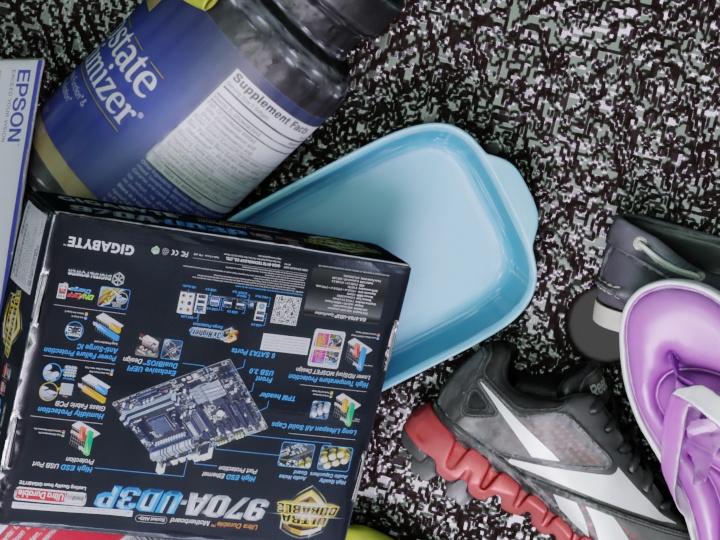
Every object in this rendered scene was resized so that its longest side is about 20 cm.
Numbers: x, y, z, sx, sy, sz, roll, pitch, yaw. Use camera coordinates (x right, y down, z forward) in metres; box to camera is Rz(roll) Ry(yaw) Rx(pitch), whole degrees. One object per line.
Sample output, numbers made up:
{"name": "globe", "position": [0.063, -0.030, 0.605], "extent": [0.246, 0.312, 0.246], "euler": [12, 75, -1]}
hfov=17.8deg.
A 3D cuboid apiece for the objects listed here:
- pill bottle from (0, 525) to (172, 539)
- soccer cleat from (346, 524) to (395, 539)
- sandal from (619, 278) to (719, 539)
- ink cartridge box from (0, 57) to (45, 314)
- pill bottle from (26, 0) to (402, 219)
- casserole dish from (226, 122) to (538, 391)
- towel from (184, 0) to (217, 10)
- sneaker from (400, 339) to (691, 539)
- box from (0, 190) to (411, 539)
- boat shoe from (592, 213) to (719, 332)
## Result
{"name": "pill bottle", "position": [-0.170, 0.138, 1.239], "extent": [0.200, 0.112, 0.112], "euler": [44, 103, 15]}
{"name": "soccer cleat", "position": [0.069, 0.198, 1.251], "extent": [0.200, 0.065, 0.084], "euler": [39, 73, 7]}
{"name": "sandal", "position": [0.186, 0.101, 1.153], "extent": [0.082, 0.050, 0.204], "euler": [-19, 94, 19]}
{"name": "ink cartridge box", "position": [-0.248, -0.014, 1.219], "extent": [0.199, 0.043, 0.198], "euler": [4, 82, 30]}
{"name": "pill bottle", "position": [-0.077, -0.099, 1.199], "extent": [0.200, 0.112, 0.112], "euler": [-43, 89, 12]}
{"name": "casserole dish", "position": [0.000, 0.000, 1.224], "extent": [0.199, 0.039, 0.122], "euler": [-27, 101, 5]}
{"name": "towel", "position": [-0.126, -0.206, 1.188], "extent": [0.199, 0.018, 0.086], "euler": [31, 85, 30]}
{"name": "sneaker", "position": [0.124, 0.106, 1.214], "extent": [0.200, 0.071, 0.098], "euler": [32, 102, 4]}
{"name": "box", "position": [-0.085, 0.054, 1.154], "extent": [0.199, 0.046, 0.160], "euler": [8, 102, -27]}
{"name": "boat shoe", "position": [0.220, 0.007, 1.184], "extent": [0.198, 0.073, 0.063], "euler": [6, 102, 14]}
